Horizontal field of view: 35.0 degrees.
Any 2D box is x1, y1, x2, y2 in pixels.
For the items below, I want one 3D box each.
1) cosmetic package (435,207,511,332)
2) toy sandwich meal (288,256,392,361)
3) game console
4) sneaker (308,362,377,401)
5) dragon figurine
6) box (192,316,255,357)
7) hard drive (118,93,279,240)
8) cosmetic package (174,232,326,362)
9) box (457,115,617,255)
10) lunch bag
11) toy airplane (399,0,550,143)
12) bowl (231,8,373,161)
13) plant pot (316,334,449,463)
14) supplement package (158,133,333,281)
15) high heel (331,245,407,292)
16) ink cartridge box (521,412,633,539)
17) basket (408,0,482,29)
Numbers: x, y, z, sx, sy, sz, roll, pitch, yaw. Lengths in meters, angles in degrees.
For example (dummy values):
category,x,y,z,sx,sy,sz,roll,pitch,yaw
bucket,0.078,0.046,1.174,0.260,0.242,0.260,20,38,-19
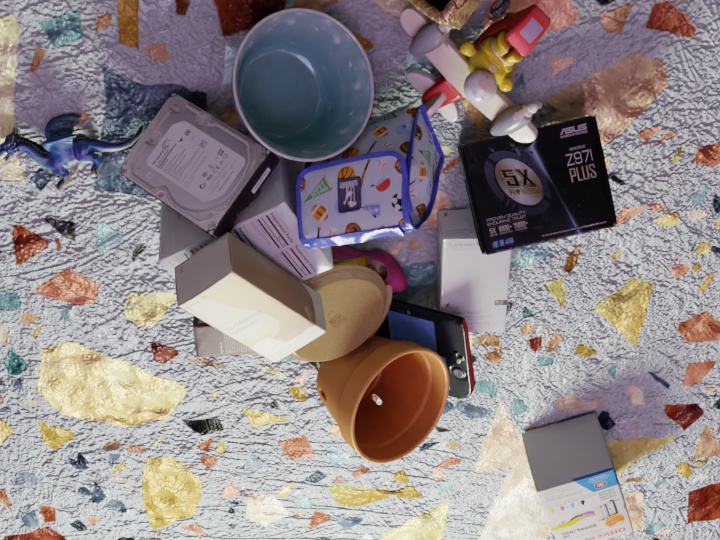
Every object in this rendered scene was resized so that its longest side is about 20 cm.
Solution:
category,x,y,z,sx,sy,sz,roll,pitch,yaw
cosmetic package,0.177,0.001,1.810,0.113,0.081,0.200,-4,131,0
toy sandwich meal,-0.045,0.053,1.729,0.205,0.070,0.205,-17,134,-19
game console,0.092,0.124,1.872,0.200,0.031,0.177,14,138,28
sneaker,-0.025,0.190,1.960,0.077,0.078,0.200,-1,135,25
dragon figurine,-0.413,-0.180,1.613,0.200,0.059,0.099,-19,129,12
box,-0.165,0.076,1.826,0.200,0.100,0.075,-5,130,-3
hard drive,-0.223,-0.144,1.557,0.140,0.200,0.038,-54,149,-4
cosmetic package,-0.148,0.041,1.559,0.105,0.071,0.200,-32,137,24
box,0.256,-0.124,1.664,0.200,0.086,0.164,-12,95,4
lunch bag,0.011,-0.118,1.548,0.170,0.200,0.124,-8,135,25
toy airplane,0.150,-0.264,1.547,0.200,0.141,0.199,3,125,3
bowl,-0.094,-0.244,1.534,0.201,0.105,0.201,-1,93,-26
plant pot,0.024,0.188,1.830,0.200,0.140,0.200,-19,123,-32
supplement package,-0.166,-0.072,1.639,0.200,0.191,0.147,-24,132,13
high heel,0.000,0.000,1.781,0.067,0.096,0.200,-38,123,23
ink cartridge box,0.403,0.395,2.118,0.147,0.145,0.200,-18,130,8
basket,0.119,-0.411,1.384,0.143,0.149,0.200,41,105,4
